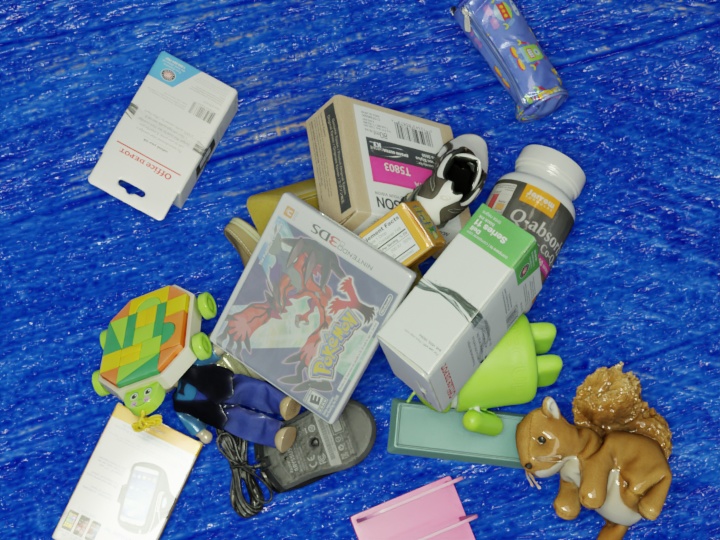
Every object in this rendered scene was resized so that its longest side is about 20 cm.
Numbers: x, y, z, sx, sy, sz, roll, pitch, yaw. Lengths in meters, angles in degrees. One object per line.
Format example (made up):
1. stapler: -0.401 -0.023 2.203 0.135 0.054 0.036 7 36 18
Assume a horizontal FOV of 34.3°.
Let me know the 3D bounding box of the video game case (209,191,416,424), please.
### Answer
1. video game case: -0.058 0.043 1.333 0.181 0.023 0.202 32 104 14

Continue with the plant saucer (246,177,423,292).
1. plant saucer: -0.019 -0.036 1.476 0.198 0.048 0.202 -19 79 -33

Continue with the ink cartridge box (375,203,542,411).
1. ink cartridge box: 0.117 0.047 1.343 0.083 0.147 0.201 35 77 22

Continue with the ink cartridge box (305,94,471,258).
1. ink cartridge box: 0.038 -0.115 1.466 0.198 0.075 0.167 9 60 -39

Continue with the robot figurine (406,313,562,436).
1. robot figurine: 0.148 0.114 1.459 0.197 0.116 0.178 -7 69 -3

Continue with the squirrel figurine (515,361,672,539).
1. squirrel figurine: 0.288 0.217 1.453 0.185 0.142 0.201 31 60 3

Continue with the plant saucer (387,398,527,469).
1. plant saucer: 0.135 0.208 1.490 0.197 0.019 0.071 7 76 -3

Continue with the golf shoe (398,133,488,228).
1. golf shoe: 0.128 -0.117 1.426 0.078 0.094 0.201 46 44 -10

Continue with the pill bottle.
1. pill bottle: 0.208 -0.053 1.507 0.115 0.116 0.202 29 76 1

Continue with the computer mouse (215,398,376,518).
1. computer mouse: -0.075 0.217 1.453 0.197 0.053 0.140 -16 78 2

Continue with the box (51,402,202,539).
1. box: -0.286 0.278 1.419 0.118 0.041 0.202 25 78 -1

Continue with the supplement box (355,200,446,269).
1. supplement box: 0.000 0.000 1.356 0.199 0.066 0.069 -34 84 18

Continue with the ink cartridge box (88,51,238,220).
1. ink cartridge box: -0.255 -0.165 1.510 0.115 0.067 0.202 28 75 1

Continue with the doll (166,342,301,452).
1. doll: -0.168 0.148 1.405 0.197 0.048 0.138 15 102 20

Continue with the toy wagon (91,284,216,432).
1. toy wagon: -0.251 0.103 1.398 0.153 0.040 0.201 -20 39 16

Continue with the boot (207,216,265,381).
1. boot: -0.152 0.048 1.471 0.154 0.072 0.201 -35 83 -10

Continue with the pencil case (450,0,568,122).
1. pencil case: 0.201 -0.297 1.581 0.086 0.078 0.202 -23 78 -40

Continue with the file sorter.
1. file sorter: 0.091 0.363 1.393 0.137 0.126 0.202 -20 80 -10
